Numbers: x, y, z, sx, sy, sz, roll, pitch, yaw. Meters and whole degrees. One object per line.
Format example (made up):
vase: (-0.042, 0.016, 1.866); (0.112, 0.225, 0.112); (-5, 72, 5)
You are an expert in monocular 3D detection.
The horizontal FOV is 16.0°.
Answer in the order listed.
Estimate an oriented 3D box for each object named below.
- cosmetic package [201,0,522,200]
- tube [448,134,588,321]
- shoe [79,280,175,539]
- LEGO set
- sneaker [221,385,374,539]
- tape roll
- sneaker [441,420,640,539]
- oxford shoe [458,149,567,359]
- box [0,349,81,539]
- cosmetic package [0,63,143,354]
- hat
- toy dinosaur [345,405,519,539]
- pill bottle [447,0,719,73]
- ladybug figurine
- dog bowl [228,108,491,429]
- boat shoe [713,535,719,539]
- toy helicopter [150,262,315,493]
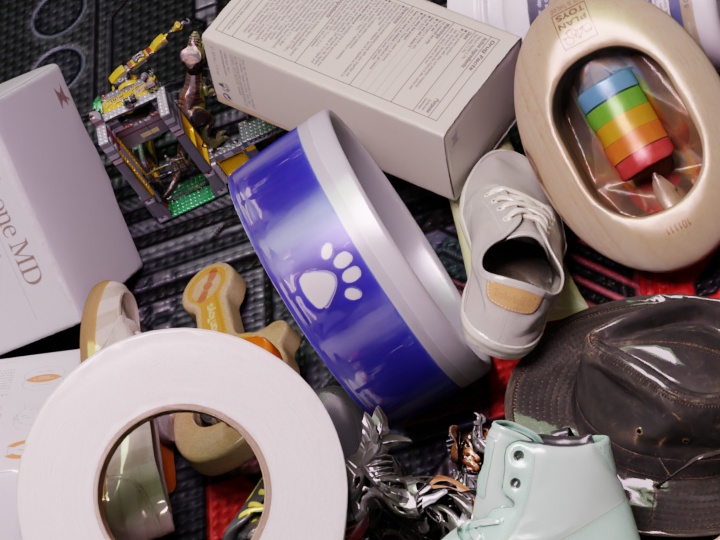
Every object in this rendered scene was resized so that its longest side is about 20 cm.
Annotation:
cosmetic package: (0.003, -0.137, 1.747); (0.200, 0.073, 0.104); (26, 60, 25)
tube: (0.093, -0.038, 1.732); (0.058, 0.052, 0.200); (-38, 45, 25)
shoe: (-0.152, 0.094, 1.710); (0.053, 0.070, 0.201); (-10, 58, 8)
LEGO set: (-0.118, -0.139, 1.881); (0.199, 0.116, 0.154); (-18, 49, 16)
sneaker: (-0.041, 0.160, 1.615); (0.074, 0.085, 0.201); (10, 68, 18)
tape roll: (-0.106, 0.135, 1.545); (0.202, 0.037, 0.204); (0, 83, 0)
sneaker: (0.061, 0.149, 1.498); (0.200, 0.074, 0.119); (-10, 93, 1)
oxford shoe: (0.101, -0.022, 1.642); (0.075, 0.058, 0.200); (16, 35, -5)
box: (-0.239, 0.138, 1.674); (0.124, 0.098, 0.200); (-8, 19, 2)
cosmetic package: (-0.291, -0.025, 1.819); (0.200, 0.168, 0.166); (-21, 9, 16)
hat: (0.184, 0.068, 1.541); (0.200, 0.081, 0.201); (-4, 53, 5)
toy dinosaur: (0.060, 0.149, 1.579); (0.135, 0.102, 0.200); (20, 44, 21)
pill bottle: (0.166, -0.184, 1.758); (0.199, 0.111, 0.111); (-3, 54, 28)
ladybug figurine: (0.176, -0.093, 1.667); (0.135, 0.072, 0.200); (-26, 81, 14)
dog bowl: (0.000, 0.000, 1.649); (0.079, 0.200, 0.200); (-33, 46, 7)
boat shoe: (0.205, 0.185, 1.454); (0.200, 0.069, 0.074); (-35, 57, -11)
toy helicopter: (-0.100, 0.068, 1.758); (0.132, 0.079, 0.200); (-34, 34, 15)
